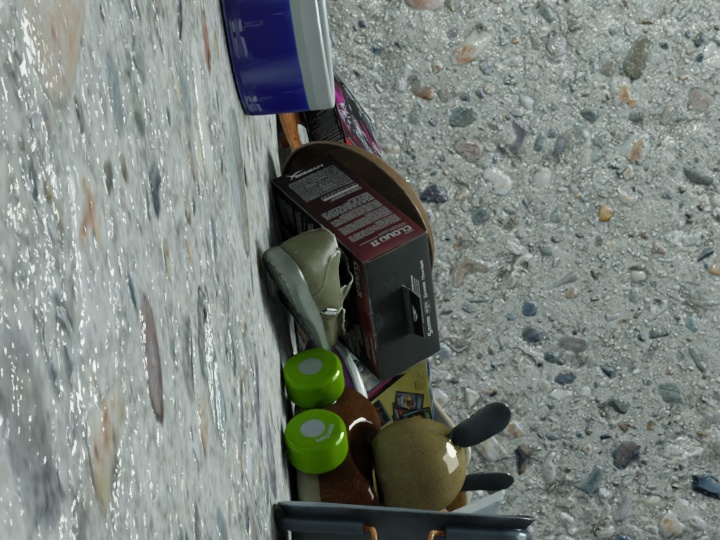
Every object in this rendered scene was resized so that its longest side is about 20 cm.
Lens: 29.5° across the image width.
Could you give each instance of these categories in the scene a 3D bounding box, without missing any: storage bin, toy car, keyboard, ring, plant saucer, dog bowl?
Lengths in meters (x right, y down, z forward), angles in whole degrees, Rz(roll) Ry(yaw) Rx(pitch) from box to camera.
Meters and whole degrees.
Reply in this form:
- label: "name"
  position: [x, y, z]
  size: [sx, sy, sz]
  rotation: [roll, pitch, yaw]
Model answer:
- label: "storage bin"
  position: [0.033, 0.251, 1.056]
  size: [0.146, 0.199, 0.135]
  rotation: [72, 20, -81]
- label: "toy car"
  position: [0.039, 0.166, 1.244]
  size: [0.158, 0.199, 0.165]
  rotation: [-95, 177, -52]
- label: "keyboard"
  position: [0.044, 0.249, 1.236]
  size: [0.011, 0.199, 0.056]
  rotation: [58, -29, 28]
- label: "ring"
  position: [-0.044, -0.113, 1.605]
  size: [0.201, 0.019, 0.201]
  rotation: [56, 13, -21]
- label: "plant saucer"
  position: [0.004, -0.057, 1.431]
  size: [0.037, 0.200, 0.201]
  rotation: [-42, 140, -34]
- label: "dog bowl"
  position: [-0.073, -0.238, 1.199]
  size: [0.200, 0.078, 0.201]
  rotation: [-7, 90, -88]

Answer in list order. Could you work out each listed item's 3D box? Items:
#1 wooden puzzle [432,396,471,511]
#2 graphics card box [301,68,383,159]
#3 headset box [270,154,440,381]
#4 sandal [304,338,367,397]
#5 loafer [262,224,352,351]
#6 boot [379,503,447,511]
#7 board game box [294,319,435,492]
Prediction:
- label: "wooden puzzle"
  position: [0.060, 0.183, 1.562]
  size: [0.185, 0.037, 0.200]
  rotation: [52, -15, 23]
- label: "graphics card box"
  position: [-0.019, -0.154, 1.638]
  size: [0.126, 0.051, 0.200]
  rotation: [49, 16, -38]
- label: "headset box"
  position: [0.000, 0.000, 1.338]
  size: [0.200, 0.077, 0.149]
  rotation: [40, -32, 46]
- label: "sandal"
  position: [-0.030, 0.165, 1.371]
  size: [0.050, 0.082, 0.204]
  rotation: [-16, 101, -45]
- label: "loafer"
  position: [-0.034, 0.018, 1.242]
  size: [0.075, 0.070, 0.200]
  rotation: [52, -7, 17]
- label: "boot"
  position: [0.049, 0.272, 1.597]
  size: [0.144, 0.071, 0.201]
  rotation: [40, -1, -36]
- label: "board game box"
  position: [0.010, 0.141, 1.452]
  size: [0.035, 0.135, 0.201]
  rotation: [-43, 127, -83]
